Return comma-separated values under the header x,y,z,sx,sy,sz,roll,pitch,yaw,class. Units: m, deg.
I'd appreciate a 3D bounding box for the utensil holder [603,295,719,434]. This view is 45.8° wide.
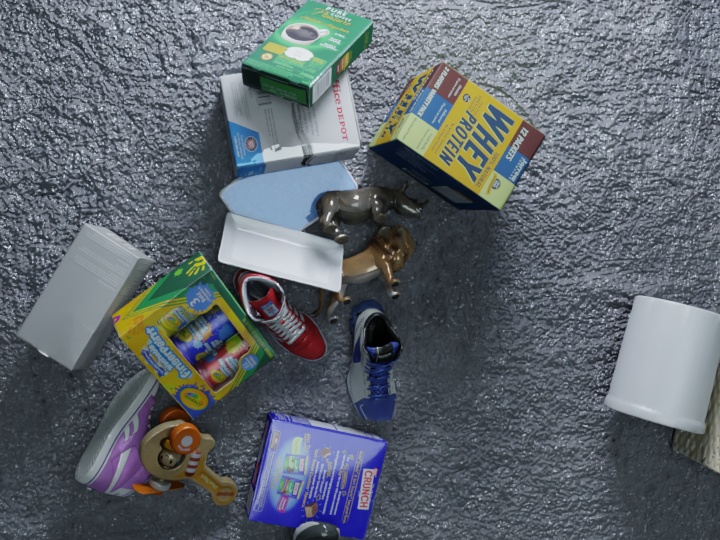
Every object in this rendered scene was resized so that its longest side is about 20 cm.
x,y,z,sx,sy,sz,roll,pitch,yaw,class
0.529,0.160,1.473,0.168,0.170,0.202,15,88,-12,utensil holder

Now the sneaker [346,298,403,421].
x,y,z,sx,sy,sz,roll,pitch,yaw,class
0.022,0.152,1.390,0.080,0.115,0.202,-5,95,-10,sneaker

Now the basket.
x,y,z,sx,sy,sz,roll,pitch,yaw,class
0.679,0.259,1.495,0.159,0.198,0.202,13,92,-10,basket

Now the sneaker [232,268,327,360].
x,y,z,sx,sy,sz,roll,pitch,yaw,class
-0.124,0.076,1.355,0.071,0.112,0.200,-46,101,-5,sneaker

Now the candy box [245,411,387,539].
x,y,z,sx,sy,sz,roll,pitch,yaw,class
-0.073,0.337,1.404,0.198,0.077,0.171,14,91,-12,candy box

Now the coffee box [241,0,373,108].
x,y,z,sx,sy,sz,roll,pitch,yaw,class
-0.077,-0.332,1.296,0.122,0.044,0.201,21,52,17,coffee box

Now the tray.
x,y,z,sx,sy,sz,roll,pitch,yaw,class
-0.125,-0.024,1.357,0.198,0.108,0.022,15,136,-13,tray

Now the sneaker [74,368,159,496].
x,y,z,sx,sy,sz,roll,pitch,yaw,class
-0.353,0.260,1.354,0.114,0.072,0.202,35,81,-31,sneaker

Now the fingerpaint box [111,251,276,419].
x,y,z,sx,sy,sz,roll,pitch,yaw,class
-0.253,0.103,1.314,0.166,0.073,0.201,-36,125,-7,fingerpaint box

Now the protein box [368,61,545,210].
x,y,z,sx,sy,sz,roll,pitch,yaw,class
0.145,-0.202,1.345,0.198,0.200,0.136,32,87,-12,protein box

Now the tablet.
x,y,z,sx,sy,sz,roll,pitch,yaw,class
-0.116,-0.130,1.392,0.199,0.014,0.131,-36,100,-8,tablet

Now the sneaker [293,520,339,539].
x,y,z,sx,sy,sz,roll,pitch,yaw,class
-0.087,0.481,1.368,0.074,0.085,0.201,18,125,-17,sneaker

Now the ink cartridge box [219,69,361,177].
x,y,z,sx,sy,sz,roll,pitch,yaw,class
-0.111,-0.237,1.339,0.198,0.084,0.146,-10,86,-10,ink cartridge box

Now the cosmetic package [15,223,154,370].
x,y,z,sx,sy,sz,roll,pitch,yaw,class
-0.416,0.041,1.296,0.106,0.090,0.201,33,91,4,cosmetic package

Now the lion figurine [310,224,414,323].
x,y,z,sx,sy,sz,roll,pitch,yaw,class
0.000,0.000,1.393,0.198,0.073,0.123,-18,57,-1,lion figurine

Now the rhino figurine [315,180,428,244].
x,y,z,sx,sy,sz,roll,pitch,yaw,class
0.020,-0.102,1.384,0.198,0.088,0.060,-11,141,-18,rhino figurine

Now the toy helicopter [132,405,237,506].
x,y,z,sx,sy,sz,roll,pitch,yaw,class
-0.273,0.320,1.351,0.132,0.079,0.200,-46,123,-8,toy helicopter
